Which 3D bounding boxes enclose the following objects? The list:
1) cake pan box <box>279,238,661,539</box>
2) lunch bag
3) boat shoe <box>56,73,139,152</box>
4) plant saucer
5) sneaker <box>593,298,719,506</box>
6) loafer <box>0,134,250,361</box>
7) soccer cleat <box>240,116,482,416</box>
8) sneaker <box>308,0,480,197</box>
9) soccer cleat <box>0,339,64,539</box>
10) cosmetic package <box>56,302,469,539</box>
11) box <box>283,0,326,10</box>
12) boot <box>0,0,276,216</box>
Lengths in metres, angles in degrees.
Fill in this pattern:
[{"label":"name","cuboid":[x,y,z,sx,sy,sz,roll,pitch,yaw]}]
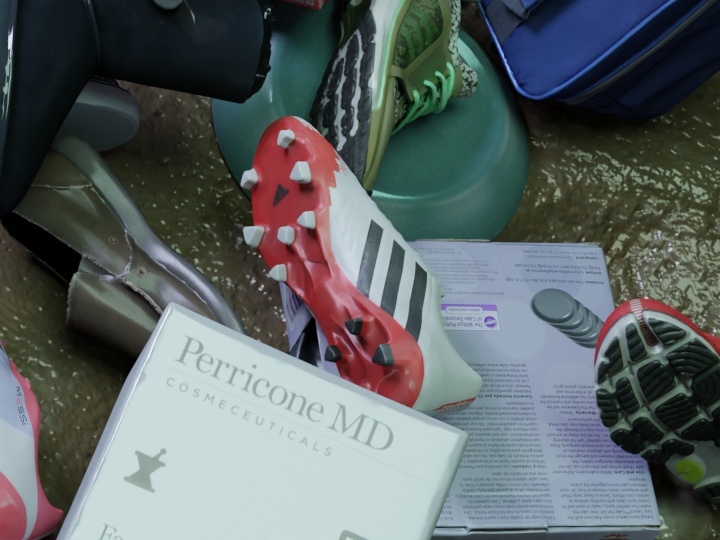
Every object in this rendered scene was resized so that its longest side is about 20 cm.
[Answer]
[{"label":"cake pan box","cuboid":[0.057,0.073,1.579,0.199,0.052,0.185,0,58,-20]},{"label":"lunch bag","cuboid":[0.156,-0.183,1.679,0.132,0.200,0.136,9,50,-50]},{"label":"boat shoe","cuboid":[-0.221,-0.123,1.579,0.199,0.071,0.091,6,62,-15]},{"label":"plant saucer","cuboid":[0.012,-0.095,1.672,0.199,0.036,0.201,9,58,-15]},{"label":"sneaker","cuboid":[0.177,0.063,1.574,0.077,0.200,0.085,-27,52,14]},{"label":"loafer","cuboid":[-0.128,0.019,1.538,0.071,0.073,0.200,-34,70,-23]},{"label":"soccer cleat","cuboid":[0.000,0.000,1.539,0.085,0.069,0.201,7,44,-43]},{"label":"sneaker","cuboid":[0.031,-0.115,1.628,0.088,0.077,0.201,26,54,-17]},{"label":"soccer cleat","cuboid":[-0.207,0.050,1.475,0.076,0.067,0.201,-2,74,-44]},{"label":"cosmetic package","cuboid":[-0.069,0.153,1.386,0.164,0.165,0.201,24,71,-4]},{"label":"box","cuboid":[-0.088,-0.237,1.638,0.199,0.096,0.100,18,51,26]},{"label":"boot","cuboid":[-0.130,-0.111,1.519,0.167,0.076,0.201,11,72,-21]}]
